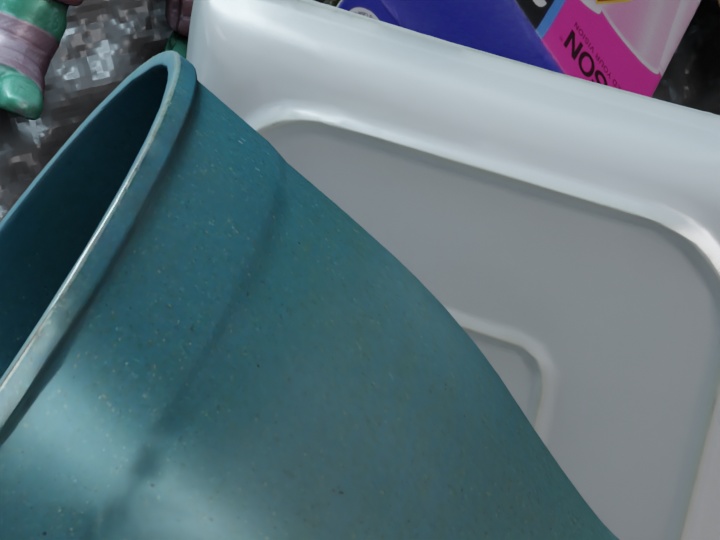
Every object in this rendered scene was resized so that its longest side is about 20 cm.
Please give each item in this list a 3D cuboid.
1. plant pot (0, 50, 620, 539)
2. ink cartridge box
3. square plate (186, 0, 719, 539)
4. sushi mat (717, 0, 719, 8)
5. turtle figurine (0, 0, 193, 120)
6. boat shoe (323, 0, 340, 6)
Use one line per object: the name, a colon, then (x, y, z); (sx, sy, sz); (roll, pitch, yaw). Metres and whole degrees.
plant pot: (-0.032, 0.079, 0.665); (0.188, 0.200, 0.201); (35, 76, -13)
ink cartridge box: (0.060, -0.098, 0.802); (0.095, 0.037, 0.200); (52, 46, -22)
square plate: (0.028, 0.035, 0.737); (0.199, 0.028, 0.199); (17, 116, 15)
sushi mat: (0.135, -0.159, 0.821); (0.095, 0.012, 0.201); (-27, 115, -18)
turtle figurine: (-0.052, -0.137, 0.783); (0.149, 0.101, 0.201); (18, 96, 8)
boat shoe: (0.002, 0.000, 0.810); (0.074, 0.066, 0.200); (19, 80, -17)
